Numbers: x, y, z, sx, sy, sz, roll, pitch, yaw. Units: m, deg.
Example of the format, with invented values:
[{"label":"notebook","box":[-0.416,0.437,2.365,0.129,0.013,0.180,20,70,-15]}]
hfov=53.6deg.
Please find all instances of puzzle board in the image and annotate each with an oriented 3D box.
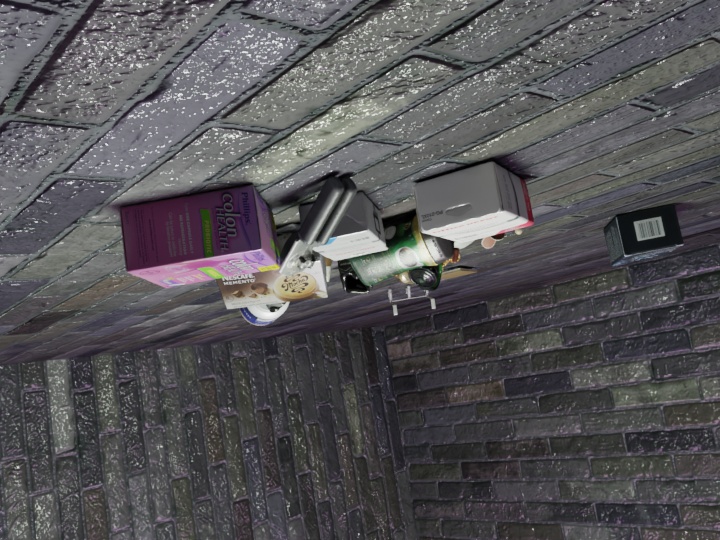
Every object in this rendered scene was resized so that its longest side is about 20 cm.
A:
[{"label":"puzzle board","box":[0.262,0.017,2.318,0.197,0.018,0.150,-14,172,30]}]

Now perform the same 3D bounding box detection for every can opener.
[{"label":"can opener","box":[-0.076,-0.072,1.098,0.053,0.067,0.201,-2,136,-41]}]

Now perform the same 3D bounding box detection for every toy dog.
[{"label":"toy dog","box":[0.245,-0.072,1.449,0.197,0.098,0.132,-12,171,14]}]

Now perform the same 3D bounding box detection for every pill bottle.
[{"label":"pill bottle","box":[-0.235,0.067,1.758,0.114,0.118,0.200,-7,170,-17]}]

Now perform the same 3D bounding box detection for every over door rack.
[{"label":"over door rack","box":[0.173,0.089,2.454,0.145,0.068,0.200,-9,-168,-1]}]

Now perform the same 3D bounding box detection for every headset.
[{"label":"headset","box":[0.154,-0.026,1.557,0.092,0.126,0.200,2,168,24]}]

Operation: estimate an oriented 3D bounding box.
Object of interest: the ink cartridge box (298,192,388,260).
[{"label":"ink cartridge box","box":[-0.025,-0.072,1.247,0.114,0.068,0.200,-11,171,10]}]

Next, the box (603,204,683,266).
[{"label":"box","box":[0.731,-0.088,1.857,0.146,0.109,0.200,-12,172,9]}]

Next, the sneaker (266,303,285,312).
[{"label":"sneaker","box":[-0.206,0.033,1.562,0.074,0.118,0.199,-13,171,24]}]

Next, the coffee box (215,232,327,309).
[{"label":"coffee box","box":[-0.165,-0.002,1.329,0.196,0.081,0.114,-6,141,1]}]

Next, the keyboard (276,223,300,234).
[{"label":"keyboard","box":[-0.086,-0.074,1.376,0.056,0.011,0.199,-9,173,35]}]

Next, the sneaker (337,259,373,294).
[{"label":"sneaker","box":[0.000,0.000,1.598,0.075,0.116,0.199,-10,174,17]}]

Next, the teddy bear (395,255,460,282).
[{"label":"teddy bear","box":[0.160,-0.015,1.824,0.197,0.068,0.145,-13,168,20]}]

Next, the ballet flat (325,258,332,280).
[{"label":"ballet flat","box":[-0.093,-0.001,1.615,0.067,0.074,0.200,-9,171,-6]}]

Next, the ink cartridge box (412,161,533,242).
[{"label":"ink cartridge box","box":[0.193,-0.109,1.194,0.143,0.086,0.199,-14,171,26]}]

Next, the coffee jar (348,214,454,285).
[{"label":"coffee jar","box":[0.080,-0.046,1.393,0.197,0.086,0.105,-17,126,23]}]

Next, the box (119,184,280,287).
[{"label":"box","box":[-0.235,-0.046,1.086,0.196,0.098,0.176,-10,171,1]}]
